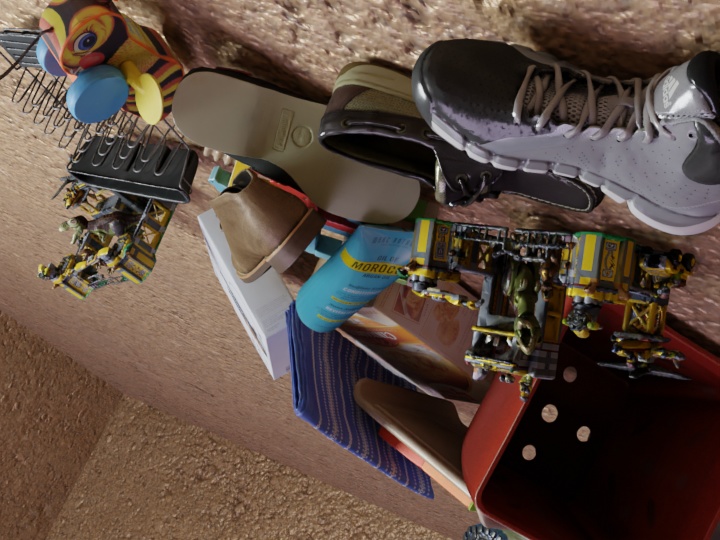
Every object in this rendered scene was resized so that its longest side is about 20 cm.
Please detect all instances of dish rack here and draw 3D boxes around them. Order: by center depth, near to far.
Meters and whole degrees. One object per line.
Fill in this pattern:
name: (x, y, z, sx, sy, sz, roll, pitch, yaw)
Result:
dish rack: (-0.247, -0.143, 0.960, 0.151, 0.055, 0.200, 10, 156, 29)

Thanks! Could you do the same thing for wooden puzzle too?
wooden puzzle: (0.099, 0.186, 1.010, 0.184, 0.038, 0.200, 22, -165, -49)

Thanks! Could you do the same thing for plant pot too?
plant pot: (0.197, 0.138, 0.912, 0.198, 0.202, 0.176, 30, 177, -11)

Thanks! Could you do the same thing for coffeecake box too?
coffeecake box: (0.059, 0.056, 1.053, 0.199, 0.074, 0.153, 36, 162, -26)

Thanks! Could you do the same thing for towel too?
towel: (0.001, 0.126, 1.027, 0.024, 0.146, 0.199, -35, 128, 23)

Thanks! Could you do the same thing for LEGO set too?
LEGO set: (0.125, 0.036, 0.730, 0.197, 0.118, 0.153, 7, 178, 32)
LEGO set: (-0.293, -0.060, 1.132, 0.115, 0.156, 0.198, 37, 157, -30)

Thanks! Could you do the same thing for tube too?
tube: (0.000, 0.000, 0.881, 0.076, 0.051, 0.200, -1, 161, -23)

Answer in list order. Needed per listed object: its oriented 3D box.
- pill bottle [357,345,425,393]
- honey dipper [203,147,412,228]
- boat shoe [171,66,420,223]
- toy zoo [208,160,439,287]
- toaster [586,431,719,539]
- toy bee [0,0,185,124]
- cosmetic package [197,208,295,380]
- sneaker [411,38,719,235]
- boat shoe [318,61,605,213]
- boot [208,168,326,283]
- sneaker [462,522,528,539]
pill bottle: (0.029, 0.154, 1.305, 0.118, 0.121, 0.201, 24, 163, 10)
honey dipper: (-0.040, -0.072, 0.904, 0.197, 0.039, 0.038, 26, 163, -5)
boat shoe: (-0.046, -0.098, 0.794, 0.198, 0.075, 0.063, 23, -167, -9)
toy zoo: (-0.036, -0.049, 0.885, 0.196, 0.021, 0.132, 19, 156, 4)
toaster: (0.297, 0.239, 1.010, 0.117, 0.203, 0.180, 27, 165, -19)
toy bee: (-0.184, -0.160, 0.747, 0.131, 0.109, 0.200, 45, -156, 0)
cosmetic package: (-0.116, 0.026, 1.153, 0.152, 0.051, 0.200, 61, 170, 15)
sneaker: (0.131, -0.092, 0.543, 0.197, 0.076, 0.116, 19, 159, -9)
boat shoe: (0.065, -0.072, 0.686, 0.197, 0.066, 0.073, 21, 160, 17)
boot: (-0.083, -0.039, 0.825, 0.075, 0.074, 0.200, 41, 167, -8)
sneaker: (0.185, 0.277, 0.962, 0.084, 0.079, 0.199, 6, -174, -37)
